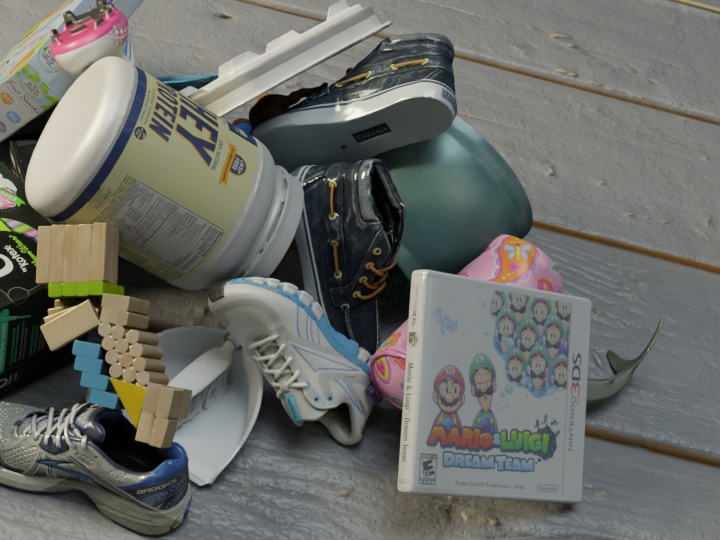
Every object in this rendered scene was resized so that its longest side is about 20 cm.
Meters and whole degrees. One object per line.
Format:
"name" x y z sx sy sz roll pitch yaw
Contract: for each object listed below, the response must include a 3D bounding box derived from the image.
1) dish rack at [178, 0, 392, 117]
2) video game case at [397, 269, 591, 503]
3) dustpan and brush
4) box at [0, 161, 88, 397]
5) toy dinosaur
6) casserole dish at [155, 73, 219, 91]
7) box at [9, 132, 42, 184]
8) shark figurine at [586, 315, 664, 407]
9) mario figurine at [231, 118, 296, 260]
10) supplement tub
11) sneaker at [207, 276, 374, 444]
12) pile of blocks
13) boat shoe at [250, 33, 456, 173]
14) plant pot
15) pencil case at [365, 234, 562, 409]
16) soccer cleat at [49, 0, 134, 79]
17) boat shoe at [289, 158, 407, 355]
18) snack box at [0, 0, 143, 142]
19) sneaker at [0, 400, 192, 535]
"dish rack" -0.084 -0.186 1.386 0.200 0.172 0.044 -34 100 -33
"video game case" 0.118 0.102 1.284 0.200 0.024 0.182 10 81 -37
"dustpan and brush" -0.125 0.080 1.316 0.140 0.057 0.200 31 42 14
"box" -0.342 0.026 1.249 0.200 0.124 0.149 -28 59 -38
"toy dinosaur" -0.084 -0.156 1.478 0.106 0.060 0.200 -3 28 -3
"casserole dish" -0.221 -0.170 1.503 0.121 0.039 0.200 -14 14 -41
"box" -0.221 -0.095 1.418 0.200 0.046 0.159 -8 25 -14
"shark figurine" 0.187 0.090 1.400 0.214 0.090 0.128 4 45 -13
"mario figurine" -0.098 -0.066 1.490 0.106 0.123 0.200 49 20 -31
"supplement tub" -0.163 -0.072 1.274 0.200 0.145 0.145 30 35 -27
"sneaker" -0.054 0.081 1.284 0.200 0.075 0.087 38 47 -31
"pile of blocks" -0.196 0.054 1.197 0.082 0.062 0.200 -26 79 9
"boat shoe" -0.005 -0.149 1.368 0.200 0.071 0.091 -13 47 21
"plant pot" 0.045 -0.054 1.443 0.200 0.200 0.134 35 69 18
"pencil case" 0.094 0.052 1.337 0.087 0.087 0.200 35 54 18
"soccer cleat" -0.229 -0.191 1.350 0.070 0.086 0.200 -23 17 0
"boat shoe" 0.000 0.000 1.342 0.091 0.200 0.071 -7 16 32
"snack box" -0.312 -0.206 1.495 0.053 0.142 0.200 47 39 -19
"sneaker" -0.224 0.134 1.205 0.200 0.085 0.077 18 41 1
